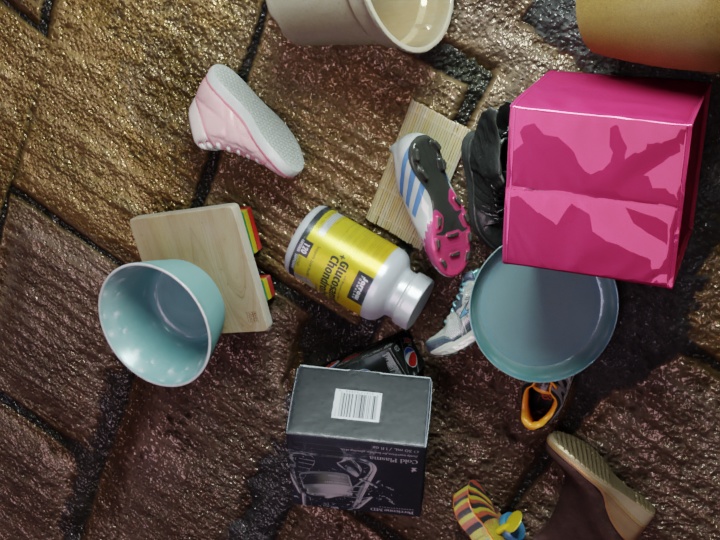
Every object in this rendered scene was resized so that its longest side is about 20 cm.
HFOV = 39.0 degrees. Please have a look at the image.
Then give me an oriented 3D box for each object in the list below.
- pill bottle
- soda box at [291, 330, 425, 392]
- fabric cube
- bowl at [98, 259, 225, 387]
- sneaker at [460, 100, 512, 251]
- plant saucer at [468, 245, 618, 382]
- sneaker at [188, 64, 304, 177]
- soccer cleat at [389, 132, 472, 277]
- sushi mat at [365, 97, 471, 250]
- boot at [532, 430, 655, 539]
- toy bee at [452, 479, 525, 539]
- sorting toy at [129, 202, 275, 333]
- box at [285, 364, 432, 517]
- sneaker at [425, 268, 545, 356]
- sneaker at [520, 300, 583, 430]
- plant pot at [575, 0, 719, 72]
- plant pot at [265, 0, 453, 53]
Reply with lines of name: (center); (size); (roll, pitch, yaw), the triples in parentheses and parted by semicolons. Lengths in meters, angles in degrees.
pill bottle: (0.000, 0.000, 1.444); (0.199, 0.112, 0.112); (30, 122, 12)
soda box: (-0.004, 0.161, 1.542); (0.199, 0.071, 0.064); (-25, 99, 32)
fabric cube: (0.292, -0.115, 1.200); (0.198, 0.196, 0.201); (9, 115, 21)
bowl: (-0.285, 0.063, 1.535); (0.200, 0.105, 0.202); (10, 117, 22)
sneaker: (0.181, -0.116, 1.309); (0.104, 0.060, 0.201); (14, 121, 63)
plant saucer: (0.238, 0.047, 1.334); (0.199, 0.027, 0.202); (-1, 98, -5)
sneaker: (-0.171, -0.191, 1.465); (0.200, 0.075, 0.105); (49, 120, 8)
soccer cleat: (0.094, -0.090, 1.373); (0.086, 0.070, 0.201); (9, 119, 61)
sushi mat: (0.078, -0.130, 1.407); (0.095, 0.012, 0.201); (28, 121, 12)
boot: (0.302, 0.343, 1.464); (0.200, 0.072, 0.166); (41, 116, -3)
toy bee: (0.212, 0.415, 1.528); (0.199, 0.109, 0.131); (30, 120, 12)
sorting toy: (-0.236, -0.007, 1.584); (0.198, 0.070, 0.201); (-5, 110, 28)
box: (0.000, 0.252, 1.487); (0.199, 0.124, 0.197); (5, 139, 5)
sneaker: (0.163, 0.045, 1.415); (0.200, 0.078, 0.087); (-37, 87, 24)
sneaker: (0.263, 0.133, 1.395); (0.078, 0.077, 0.201); (15, 116, 22)
plant pot: (0.345, -0.299, 1.115); (0.199, 0.186, 0.187); (0, 113, 40)
plant pot: (-0.013, -0.357, 1.259); (0.183, 0.200, 0.202); (-1, 112, 38)
